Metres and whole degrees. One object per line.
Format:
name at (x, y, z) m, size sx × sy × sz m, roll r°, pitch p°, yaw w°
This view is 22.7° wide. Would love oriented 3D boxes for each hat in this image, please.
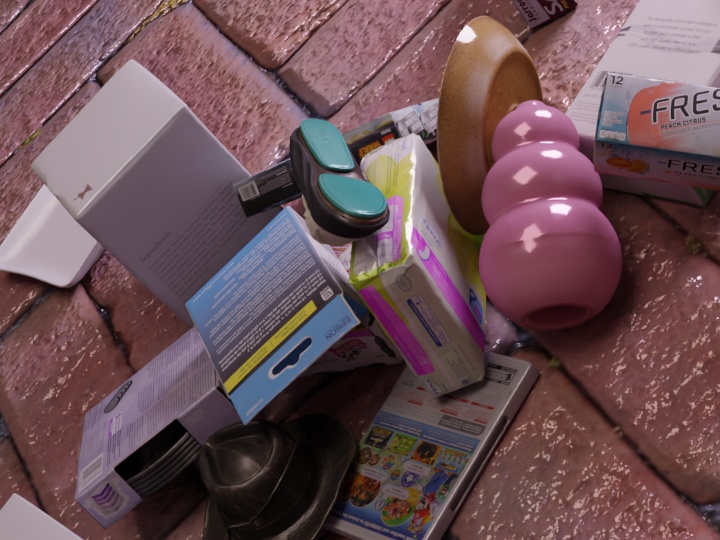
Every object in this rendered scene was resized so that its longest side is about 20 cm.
hat at (-0.101, 0.186, 1.634) m, size 0.200 × 0.081 × 0.201 m, roll -35°, pitch 30°, yaw 23°

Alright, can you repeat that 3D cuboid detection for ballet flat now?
ballet flat at (-0.022, -0.063, 1.561) m, size 0.073 × 0.073 × 0.200 m, roll -39°, pitch 32°, yaw 7°

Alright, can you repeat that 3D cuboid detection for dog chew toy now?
dog chew toy at (0.159, -0.053, 1.563) m, size 0.124 × 0.124 × 0.202 m, roll -19°, pitch 63°, yaw 31°

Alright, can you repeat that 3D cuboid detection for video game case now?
video game case at (0.057, 0.154, 1.579) m, size 0.143 × 0.018 × 0.201 m, roll 12°, pitch 63°, yaw 49°

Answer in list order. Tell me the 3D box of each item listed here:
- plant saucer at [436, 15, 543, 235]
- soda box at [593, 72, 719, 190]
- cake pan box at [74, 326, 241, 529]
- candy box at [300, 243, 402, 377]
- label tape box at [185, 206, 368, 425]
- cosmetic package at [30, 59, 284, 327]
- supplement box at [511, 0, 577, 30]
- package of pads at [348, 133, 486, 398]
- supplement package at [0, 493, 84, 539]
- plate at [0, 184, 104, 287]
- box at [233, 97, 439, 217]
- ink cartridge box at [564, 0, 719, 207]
plant saucer at (0.128, -0.132, 1.653) m, size 0.035 × 0.201 × 0.201 m, roll 4°, pitch 55°, yaw 27°
soda box at (0.292, -0.108, 1.474) m, size 0.198 × 0.068 × 0.064 m, roll 9°, pitch 71°, yaw 9°
cake pan box at (-0.196, 0.144, 1.772) m, size 0.184 × 0.052 × 0.200 m, roll -41°, pitch 19°, yaw 9°
candy box at (0.000, 0.000, 1.754) m, size 0.136 × 0.061 × 0.201 m, roll -12°, pitch 48°, yaw 39°
label tape box at (-0.070, 0.052, 1.669) m, size 0.143 × 0.066 × 0.200 m, roll -43°, pitch 39°, yaw 8°
cosmetic package at (-0.213, -0.082, 1.929) m, size 0.166 × 0.200 × 0.167 m, roll -46°, pitch 36°, yaw -2°
supplement box at (0.171, -0.362, 1.907) m, size 0.061 × 0.109 × 0.201 m, roll -26°, pitch 40°, yaw 23°
package of pads at (0.053, -0.010, 1.607) m, size 0.068 × 0.155 × 0.201 m, roll -22°, pitch 33°, yaw 20°
supplement package at (-0.292, 0.326, 1.674) m, size 0.199 × 0.111 × 0.156 m, roll 20°, pitch 69°, yaw 51°
plate at (-0.344, -0.065, 2.188) m, size 0.199 × 0.032 × 0.200 m, roll 11°, pitch 64°, yaw 49°
box at (-0.016, -0.117, 1.843) m, size 0.199 × 0.040 × 0.137 m, roll -22°, pitch 2°, yaw 29°
ink cartridge box at (0.290, -0.169, 1.614) m, size 0.146 × 0.084 × 0.201 m, roll 17°, pitch 67°, yaw 51°
